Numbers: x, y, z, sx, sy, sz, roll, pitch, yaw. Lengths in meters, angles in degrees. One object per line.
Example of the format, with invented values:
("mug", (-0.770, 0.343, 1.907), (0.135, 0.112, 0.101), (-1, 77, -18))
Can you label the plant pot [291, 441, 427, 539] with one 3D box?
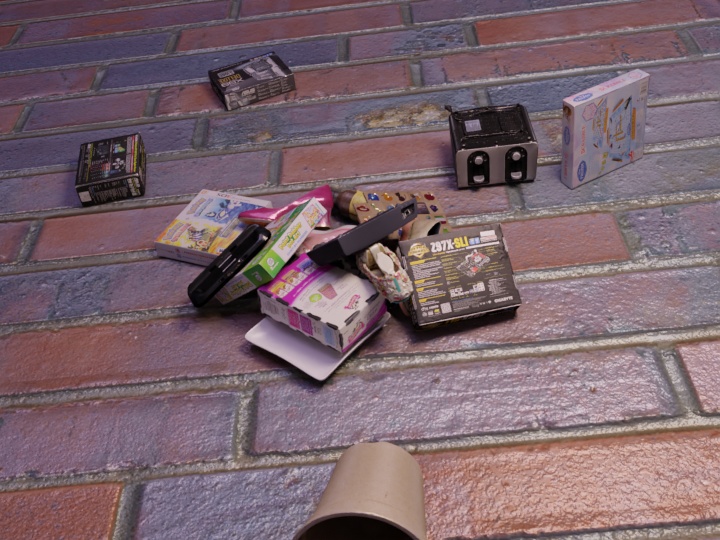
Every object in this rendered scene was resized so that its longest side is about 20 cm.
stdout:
("plant pot", (0.016, 0.344, 1.225), (0.198, 0.202, 0.184), (0, 29, 10))

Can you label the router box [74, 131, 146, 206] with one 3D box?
("router box", (-0.590, -0.242, 2.113), (0.148, 0.063, 0.201), (-12, 40, -3))

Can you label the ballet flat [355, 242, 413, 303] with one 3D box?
("ballet flat", (0.039, -0.012, 1.581), (0.075, 0.064, 0.200), (-27, 31, -10))

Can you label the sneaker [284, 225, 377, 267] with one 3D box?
("sneaker", (-0.070, -0.033, 1.758), (0.198, 0.076, 0.105), (1, 35, 24))

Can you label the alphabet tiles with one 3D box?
("alphabet tiles", (0.088, -0.099, 1.783), (0.198, 0.008, 0.168), (-3, 50, -24))

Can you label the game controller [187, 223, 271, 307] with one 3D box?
("game controller", (-0.249, -0.010, 1.690), (0.200, 0.042, 0.104), (-46, 29, -6))

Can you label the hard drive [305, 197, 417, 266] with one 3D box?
("hard drive", (0.008, -0.069, 1.638), (0.199, 0.043, 0.134), (-30, 5, -34))

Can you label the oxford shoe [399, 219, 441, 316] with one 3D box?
("oxford shoe", (0.110, -0.012, 1.663), (0.073, 0.071, 0.202), (-8, 62, 29))

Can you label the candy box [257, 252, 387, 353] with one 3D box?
("candy box", (-0.069, 0.055, 1.614), (0.199, 0.061, 0.136), (23, 47, 33))

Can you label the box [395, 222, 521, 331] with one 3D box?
("box", (0.177, 0.011, 1.614), (0.198, 0.049, 0.161), (-11, 73, -8))

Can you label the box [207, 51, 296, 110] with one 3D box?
("box", (-0.293, -0.511, 2.389), (0.198, 0.050, 0.158), (-20, 41, -14))

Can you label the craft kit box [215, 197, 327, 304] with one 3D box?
("craft kit box", (-0.178, -0.036, 1.711), (0.199, 0.049, 0.198), (-25, 26, 50))

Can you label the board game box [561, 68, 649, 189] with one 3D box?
("board game box", (0.513, -0.297, 1.872), (0.198, 0.201, 0.041), (-23, 40, -19))

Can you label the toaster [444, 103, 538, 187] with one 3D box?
("toaster", (0.285, -0.278, 1.953), (0.179, 0.120, 0.201), (-6, 40, 2))

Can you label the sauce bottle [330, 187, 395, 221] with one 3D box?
("sauce bottle", (-0.001, -0.136, 1.878), (0.199, 0.065, 0.065), (21, 47, 28))

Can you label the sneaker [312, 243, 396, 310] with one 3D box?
("sneaker", (0.000, 0.000, 1.704), (0.199, 0.067, 0.090), (29, 39, 15))

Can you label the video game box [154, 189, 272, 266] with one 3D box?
("video game box", (-0.309, -0.090, 1.896), (0.180, 0.047, 0.201), (9, 43, 24))

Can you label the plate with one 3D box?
("plate", (-0.077, 0.110, 1.624), (0.199, 0.033, 0.199), (24, 50, 33))

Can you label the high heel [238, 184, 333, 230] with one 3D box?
("high heel", (-0.155, -0.137, 1.853), (0.198, 0.067, 0.097), (1, 76, -6))
